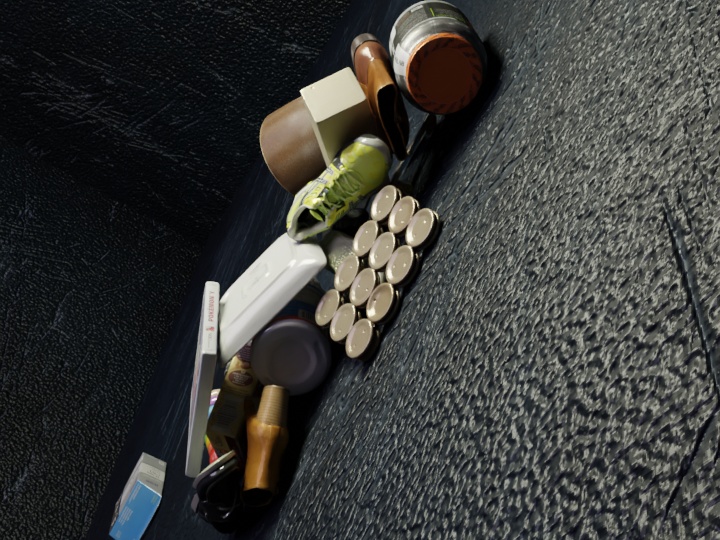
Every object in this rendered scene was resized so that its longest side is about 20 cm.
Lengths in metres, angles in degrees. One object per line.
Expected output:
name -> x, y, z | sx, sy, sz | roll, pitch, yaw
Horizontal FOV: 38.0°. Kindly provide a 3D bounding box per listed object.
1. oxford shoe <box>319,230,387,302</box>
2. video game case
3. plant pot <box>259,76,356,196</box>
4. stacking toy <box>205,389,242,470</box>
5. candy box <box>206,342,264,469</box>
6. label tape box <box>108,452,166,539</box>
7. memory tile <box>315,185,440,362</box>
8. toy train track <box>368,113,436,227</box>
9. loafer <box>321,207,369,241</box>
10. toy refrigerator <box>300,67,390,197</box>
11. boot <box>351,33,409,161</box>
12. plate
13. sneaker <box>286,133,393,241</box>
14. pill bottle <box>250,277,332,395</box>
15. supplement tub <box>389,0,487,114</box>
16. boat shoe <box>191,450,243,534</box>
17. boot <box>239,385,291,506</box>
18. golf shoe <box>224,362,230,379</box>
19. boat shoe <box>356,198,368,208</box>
oxford shoe -> 0.000, 0.000, 1.378 | 0.076, 0.057, 0.200 | -56, 28, 4
video game case -> -0.218, 0.147, 1.440 | 0.183, 0.023, 0.203 | -102, 21, -60
plant pot -> -0.044, -0.247, 1.828 | 0.199, 0.186, 0.189 | -32, 30, 38
stacking toy -> -0.220, 0.266, 1.662 | 0.086, 0.084, 0.200 | -60, 17, 11
candy box -> -0.164, 0.178, 1.559 | 0.116, 0.054, 0.202 | 82, -155, -58
label tape box -> -0.482, 0.505, 2.250 | 0.145, 0.065, 0.200 | -60, 11, 11
memory tile -> 0.019, 0.001, 1.278 | 0.202, 0.017, 0.153 | -61, 31, 4
toy train track -> 0.062, -0.129, 1.443 | 0.202, 0.032, 0.115 | -62, 4, -19
loafer -> -0.023, -0.053, 1.535 | 0.200, 0.067, 0.072 | 164, 103, -83
toy refrigerator -> -0.019, -0.180, 1.431 | 0.201, 0.075, 0.071 | 69, 175, -58
boot -> 0.045, -0.205, 1.413 | 0.201, 0.067, 0.191 | -109, 7, -55
plate -> -0.134, 0.022, 1.431 | 0.200, 0.032, 0.200 | -45, 18, 7
sneaker -> -0.027, -0.101, 1.379 | 0.200, 0.075, 0.077 | -43, 17, 41
pill bottle -> -0.093, 0.078, 1.453 | 0.113, 0.111, 0.201 | -58, 13, 19
supplement tub -> 0.101, -0.279, 1.373 | 0.124, 0.121, 0.201 | -58, 13, 20
boat shoe -> -0.179, 0.294, 1.377 | 0.071, 0.068, 0.201 | -33, -19, -26
boot -> -0.134, 0.241, 1.393 | 0.201, 0.070, 0.147 | 121, 160, -70
golf shoe -> -0.177, 0.126, 1.770 | 0.200, 0.077, 0.096 | -43, 23, 54
boat shoe -> -0.033, -0.121, 1.669 | 0.205, 0.085, 0.075 | -64, 13, -7
